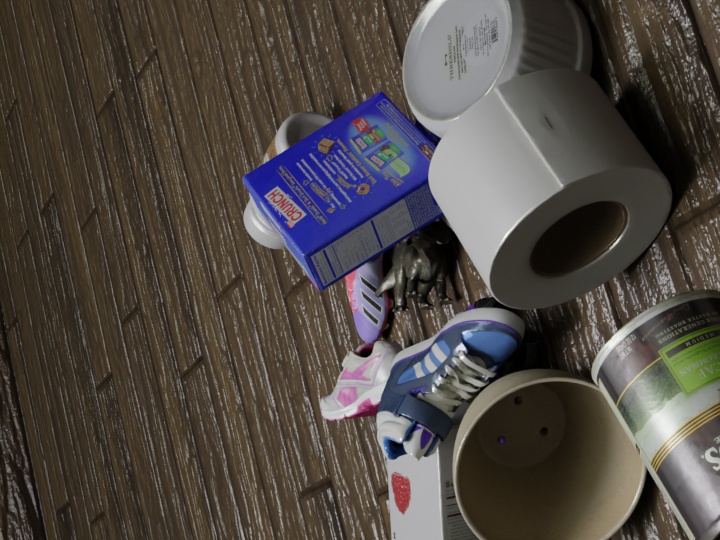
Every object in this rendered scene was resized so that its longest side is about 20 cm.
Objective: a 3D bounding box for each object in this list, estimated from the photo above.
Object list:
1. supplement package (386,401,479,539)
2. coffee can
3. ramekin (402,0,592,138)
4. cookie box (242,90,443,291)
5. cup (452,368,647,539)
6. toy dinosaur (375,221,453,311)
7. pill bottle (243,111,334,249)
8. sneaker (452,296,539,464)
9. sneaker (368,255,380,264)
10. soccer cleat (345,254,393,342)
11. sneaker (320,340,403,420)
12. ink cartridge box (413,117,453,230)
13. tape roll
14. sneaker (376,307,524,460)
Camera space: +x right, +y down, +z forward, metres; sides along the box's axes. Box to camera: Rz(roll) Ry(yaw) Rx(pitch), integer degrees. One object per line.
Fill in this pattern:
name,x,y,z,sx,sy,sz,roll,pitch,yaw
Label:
supplement package,0.111,0.268,1.629,0.121,0.119,0.201,6,101,60
coffee can,0.315,0.139,1.216,0.200,0.146,0.147,62,144,33
ramekin,0.134,-0.218,1.442,0.200,0.105,0.201,-19,64,45
cookie box,-0.011,-0.095,1.600,0.171,0.199,0.075,51,170,42
cup,0.184,0.184,1.445,0.143,0.199,0.201,-113,24,-73
toy dinosaur,0.072,-0.005,1.710,0.200,0.077,0.103,128,146,-71
pill bottle,-0.092,-0.120,1.914,0.200,0.114,0.115,-54,50,50
sneaker,0.169,0.119,1.550,0.099,0.069,0.201,-42,62,46
sneaker,-0.001,-0.074,1.699,0.099,0.200,0.075,6,114,16
soccer cleat,0.000,0.000,1.814,0.067,0.076,0.201,29,120,55
sneaker,0.011,0.146,1.833,0.200,0.081,0.089,-29,69,50
ink cartridge box,0.128,-0.146,1.592,0.198,0.043,0.201,50,139,44
tape roll,0.184,-0.078,1.348,0.139,0.202,0.203,62,144,34
sneaker,0.095,0.137,1.485,0.200,0.080,0.147,-29,37,42
